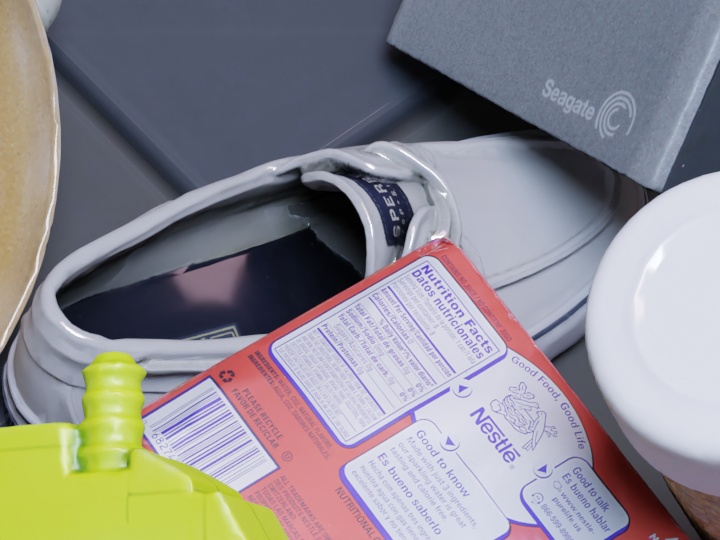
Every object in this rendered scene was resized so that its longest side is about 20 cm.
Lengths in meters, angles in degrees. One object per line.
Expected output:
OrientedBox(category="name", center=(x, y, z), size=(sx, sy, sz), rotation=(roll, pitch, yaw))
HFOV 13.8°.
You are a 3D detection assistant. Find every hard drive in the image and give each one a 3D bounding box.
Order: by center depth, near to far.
OrientedBox(category="hard drive", center=(0.089, -0.130, 0.811), size=(0.033, 0.201, 0.139), rotation=(17, 10, -35))

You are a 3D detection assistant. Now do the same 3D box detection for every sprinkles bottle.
OrientedBox(category="sprinkles bottle", center=(0.108, 0.046, 0.710), size=(0.068, 0.200, 0.069), rotation=(-7, 65, 16))

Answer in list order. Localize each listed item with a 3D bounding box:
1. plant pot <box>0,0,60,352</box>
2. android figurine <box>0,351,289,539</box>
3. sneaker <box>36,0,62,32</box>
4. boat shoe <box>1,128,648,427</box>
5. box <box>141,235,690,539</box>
OrientedBox(category="plant pot", center=(-0.174, -0.034, 0.750), size=(0.199, 0.027, 0.201), rotation=(1, 87, -26))
OrientedBox(category="android figurine", center=(-0.073, 0.119, 0.656), size=(0.181, 0.041, 0.201), rotation=(-4, 79, 22))
OrientedBox(category="sneaker", center=(-0.186, -0.079, 0.802), size=(0.199, 0.077, 0.112), rotation=(26, 74, -19))
OrientedBox(category="boat shoe", center=(0.000, 0.000, 0.796), size=(0.199, 0.065, 0.074), rotation=(-24, 65, -27))
OrientedBox(category="box", center=(0.034, 0.107, 0.710), size=(0.099, 0.096, 0.200), rotation=(-30, 68, -20))
